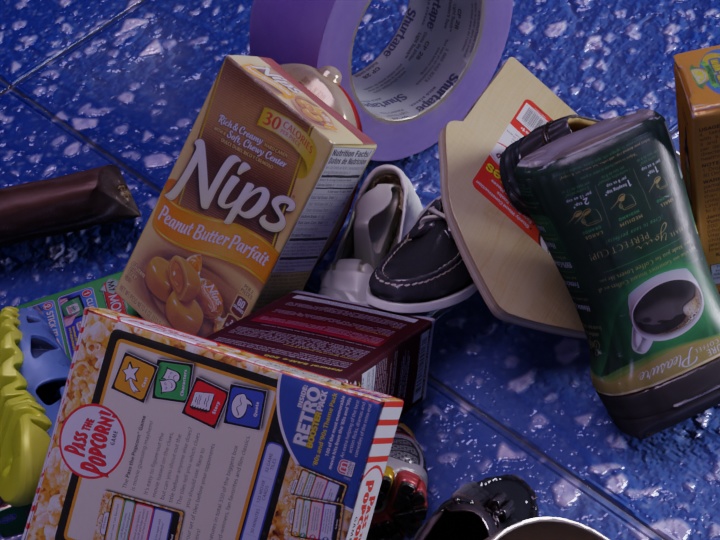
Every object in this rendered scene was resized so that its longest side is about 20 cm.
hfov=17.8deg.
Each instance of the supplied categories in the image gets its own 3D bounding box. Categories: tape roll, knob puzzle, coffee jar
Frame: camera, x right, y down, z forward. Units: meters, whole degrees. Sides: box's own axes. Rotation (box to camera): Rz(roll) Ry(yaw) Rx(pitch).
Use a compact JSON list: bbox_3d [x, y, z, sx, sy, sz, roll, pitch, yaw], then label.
[{"bbox_3d":[0.017,-0.191,1.756,0.200,0.201,0.085,-37,46,-23],"label":"tape roll"},{"bbox_3d":[0.126,-0.030,1.603,0.218,0.030,0.221,19,53,-26],"label":"knob puzzle"},{"bbox_3d":[0.181,0.004,1.509,0.104,0.201,0.085,-23,9,-9],"label":"coffee jar"}]

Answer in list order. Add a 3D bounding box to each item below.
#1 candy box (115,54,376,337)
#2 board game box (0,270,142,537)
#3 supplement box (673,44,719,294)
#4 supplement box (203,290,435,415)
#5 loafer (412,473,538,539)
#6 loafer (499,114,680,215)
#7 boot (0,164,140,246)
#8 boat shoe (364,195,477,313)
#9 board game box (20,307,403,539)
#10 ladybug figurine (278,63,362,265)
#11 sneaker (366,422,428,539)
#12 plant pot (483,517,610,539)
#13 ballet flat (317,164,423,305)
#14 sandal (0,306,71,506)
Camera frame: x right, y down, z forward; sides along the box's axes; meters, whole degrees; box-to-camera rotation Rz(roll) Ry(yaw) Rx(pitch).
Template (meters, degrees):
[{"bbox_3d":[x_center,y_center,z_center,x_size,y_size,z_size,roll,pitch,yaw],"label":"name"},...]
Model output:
[{"bbox_3d":[-0.083,-0.035,1.614,0.115,0.201,0.055,40,25,28],"label":"candy box"},{"bbox_3d":[-0.209,0.091,1.644,0.134,0.029,0.201,-17,42,-3],"label":"board game box"},{"bbox_3d":[0.250,-0.053,1.540,0.068,0.201,0.067,-13,42,2],"label":"supplement box"},{"bbox_3d":[-0.031,0.067,1.496,0.108,0.061,0.200,11,12,17],"label":"supplement box"},{"bbox_3d":[0.062,0.178,1.410,0.072,0.063,0.200,38,40,11],"label":"loafer"},{"bbox_3d":[0.196,-0.062,1.601,0.199,0.072,0.073,7,59,-32],"label":"loafer"},{"bbox_3d":[-0.272,-0.046,1.727,0.198,0.065,0.186,-8,1,6],"label":"boot"},{"bbox_3d":[0.073,-0.029,1.628,0.074,0.061,0.199,22,35,35],"label":"boat shoe"},{"bbox_3d":[-0.090,0.122,1.379,0.199,0.046,0.153,17,92,16],"label":"board game box"},{"bbox_3d":[-0.059,-0.062,1.674,0.136,0.201,0.072,45,26,25],"label":"ladybug figurine"},{"bbox_3d":[-0.052,0.138,1.526,0.198,0.078,0.082,1,36,6],"label":"sneaker"},{"bbox_3d":[0.080,0.255,1.292,0.134,0.200,0.201,-29,27,42],"label":"plant pot"},{"bbox_3d":[0.000,0.000,1.656,0.069,0.070,0.201,2,45,18],"label":"ballet flat"},{"bbox_3d":[-0.212,0.096,1.576,0.086,0.080,0.200,8,31,-22],"label":"sandal"}]
